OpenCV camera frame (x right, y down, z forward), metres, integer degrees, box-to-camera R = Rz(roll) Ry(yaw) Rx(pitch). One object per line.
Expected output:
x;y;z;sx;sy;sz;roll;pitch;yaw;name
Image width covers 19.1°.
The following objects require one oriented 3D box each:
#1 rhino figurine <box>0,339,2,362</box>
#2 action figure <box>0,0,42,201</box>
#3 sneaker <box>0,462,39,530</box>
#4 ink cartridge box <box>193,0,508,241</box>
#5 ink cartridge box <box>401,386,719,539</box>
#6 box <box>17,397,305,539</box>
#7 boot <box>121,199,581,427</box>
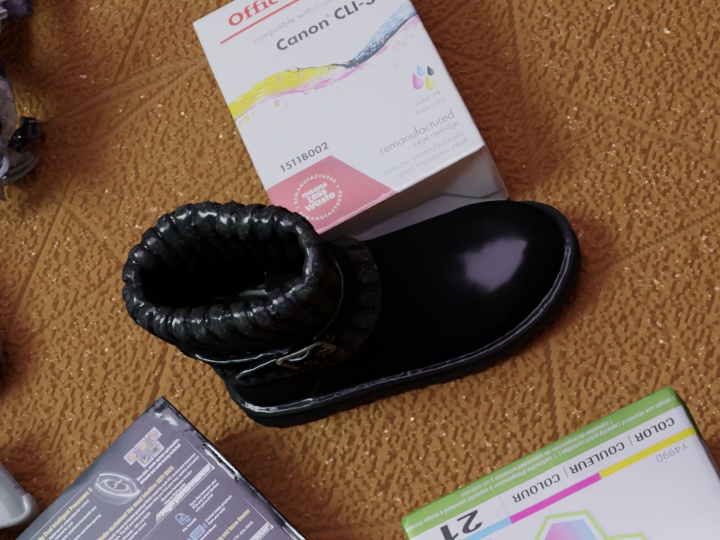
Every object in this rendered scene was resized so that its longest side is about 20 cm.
-0.271;-0.002;1.175;0.200;0.087;0.060;53;128;6;rhino figurine
-0.213;-0.122;1.218;0.069;0.130;0.201;1;46;-14;action figure
-0.244;0.177;1.116;0.087;0.075;0.200;39;91;3;sneaker
-0.014;-0.103;1.172;0.116;0.068;0.200;-28;60;4;ink cartridge box
0.127;0.178;0.985;0.147;0.076;0.201;-27;59;4;ink cartridge box
-0.112;0.189;1.057;0.160;0.044;0.200;42;83;21;box
0.000;0.002;1.064;0.210;0.158;0.080;-26;60;5;boot
